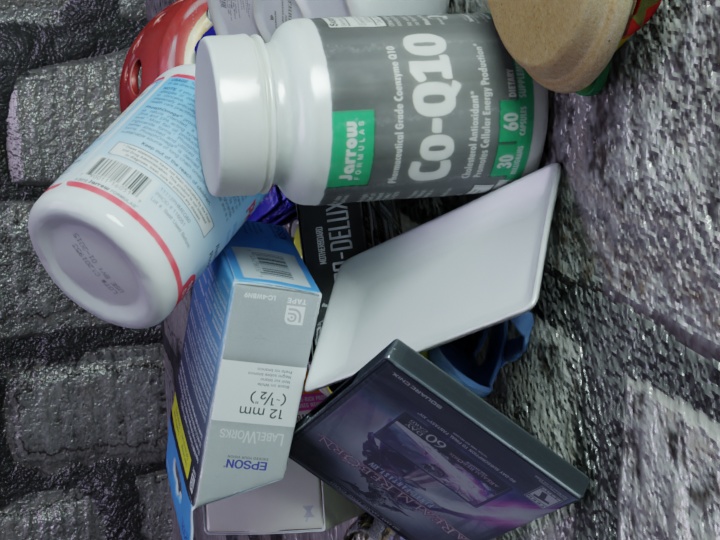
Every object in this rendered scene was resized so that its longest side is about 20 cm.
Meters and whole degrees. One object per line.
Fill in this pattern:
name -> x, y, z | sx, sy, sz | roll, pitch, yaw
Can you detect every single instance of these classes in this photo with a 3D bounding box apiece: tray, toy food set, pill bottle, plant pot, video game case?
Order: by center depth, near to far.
toy food set -> 0.108, -0.192, 0.696 | 0.198, 0.048, 0.201 | 134, 129, -72
pill bottle -> 0.004, -0.098, 0.825 | 0.113, 0.199, 0.114 | 175, 90, -75
tray -> 0.047, 0.012, 0.836 | 0.199, 0.022, 0.108 | -24, 40, 43
video game case -> 0.038, 0.122, 0.859 | 0.019, 0.143, 0.200 | -57, 6, -32
pill bottle -> -0.119, -0.065, 0.895 | 0.200, 0.108, 0.109 | -54, -13, -36
plant pot -> -0.126, -0.181, 1.319 | 0.182, 0.199, 0.202 | 178, 88, -73

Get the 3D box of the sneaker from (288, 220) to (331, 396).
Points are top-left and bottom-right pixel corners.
sneaker -> -0.015, 0.029, 1.224 | 0.076, 0.075, 0.201 | -144, 40, -62

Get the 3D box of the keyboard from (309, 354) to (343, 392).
keyboard -> 0.013, 0.138, 1.022 | 0.200, 0.040, 0.104 | 50, -177, 32

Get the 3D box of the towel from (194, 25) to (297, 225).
towel -> -0.094, -0.128, 1.136 | 0.147, 0.049, 0.201 | -26, 67, 49

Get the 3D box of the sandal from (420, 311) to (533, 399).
sandal -> 0.068, 0.023, 0.903 | 0.087, 0.079, 0.200 | -48, 25, 17

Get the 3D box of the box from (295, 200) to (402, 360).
box -> 0.000, 0.000, 1.027 | 0.200, 0.049, 0.159 | 36, -135, -77

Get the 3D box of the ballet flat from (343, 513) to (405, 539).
ballet flat -> 0.022, 0.234, 1.096 | 0.200, 0.072, 0.073 | 136, 128, -78

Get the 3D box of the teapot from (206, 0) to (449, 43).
teapot -> -0.005, -0.199, 0.967 | 0.198, 0.146, 0.200 | 57, 145, 1

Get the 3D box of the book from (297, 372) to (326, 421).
book -> -0.070, 0.118, 1.317 | 0.048, 0.133, 0.201 | 101, 159, -45

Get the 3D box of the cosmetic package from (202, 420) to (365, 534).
cosmetic package -> -0.042, 0.164, 1.104 | 0.200, 0.103, 0.074 | 7, -101, -72

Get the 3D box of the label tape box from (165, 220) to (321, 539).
label tape box -> -0.087, 0.080, 0.944 | 0.143, 0.066, 0.201 | -125, 43, -66
